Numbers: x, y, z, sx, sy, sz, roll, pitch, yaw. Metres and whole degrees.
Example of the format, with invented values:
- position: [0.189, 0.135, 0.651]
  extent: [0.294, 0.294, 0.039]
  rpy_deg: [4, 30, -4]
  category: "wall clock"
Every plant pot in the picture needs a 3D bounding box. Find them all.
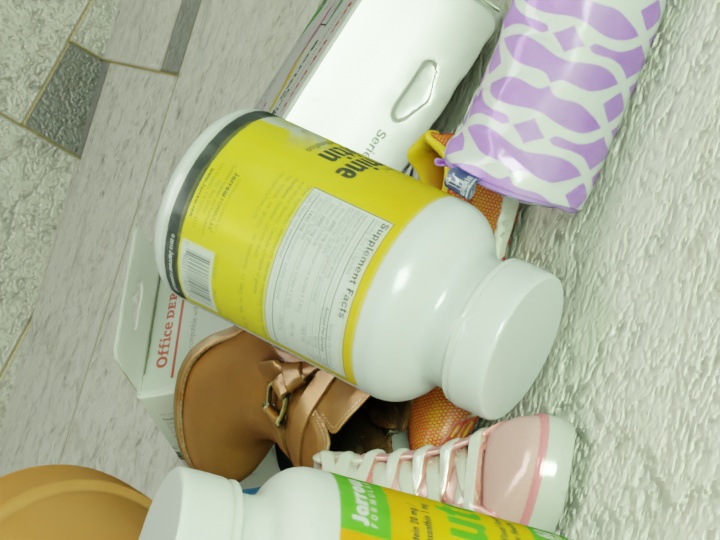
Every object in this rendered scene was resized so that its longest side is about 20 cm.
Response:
- position: [-0.166, 0.230, 1.339]
  extent: [0.140, 0.200, 0.200]
  rpy_deg: [12, 85, 58]
  category: "plant pot"

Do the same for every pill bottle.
- position: [0.000, 0.153, 0.991]
  extent: [0.111, 0.200, 0.111]
  rpy_deg: [-163, 90, -75]
  category: "pill bottle"
- position: [0.000, 0.000, 1.133]
  extent: [0.112, 0.200, 0.112]
  rpy_deg: [-45, -30, -36]
  category: "pill bottle"

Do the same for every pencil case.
- position: [0.108, -0.126, 1.123]
  extent: [0.085, 0.084, 0.200]
  rpy_deg: [32, 103, 43]
  category: "pencil case"

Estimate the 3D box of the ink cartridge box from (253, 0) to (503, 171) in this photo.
- position: [0.003, -0.128, 1.420]
  extent: [0.145, 0.084, 0.200]
  rpy_deg: [-57, 10, -1]
  category: "ink cartridge box"

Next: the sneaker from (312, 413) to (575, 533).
- position: [0.028, 0.122, 1.116]
  extent: [0.200, 0.105, 0.075]
  rpy_deg: [132, 153, -55]
  category: "sneaker"

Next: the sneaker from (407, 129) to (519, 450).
- position: [0.041, 0.017, 1.232]
  extent: [0.073, 0.077, 0.200]
  rpy_deg: [137, 143, -60]
  category: "sneaker"

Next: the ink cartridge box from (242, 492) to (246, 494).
- position: [-0.104, 0.229, 1.162]
  extent: [0.200, 0.050, 0.161]
  rpy_deg: [-50, 21, 49]
  category: "ink cartridge box"

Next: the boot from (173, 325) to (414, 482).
- position: [-0.035, 0.086, 1.255]
  extent: [0.200, 0.077, 0.155]
  rpy_deg: [-61, 39, 27]
  category: "boot"

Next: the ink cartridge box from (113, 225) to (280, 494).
- position: [-0.092, 0.067, 1.464]
  extent: [0.200, 0.067, 0.116]
  rpy_deg: [63, -155, -48]
  category: "ink cartridge box"

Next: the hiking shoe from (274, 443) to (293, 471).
- position: [-0.021, 0.084, 1.422]
  extent: [0.200, 0.074, 0.087]
  rpy_deg: [-82, 3, -53]
  category: "hiking shoe"

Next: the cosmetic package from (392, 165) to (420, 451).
- position: [0.026, 0.038, 1.313]
  extent: [0.083, 0.051, 0.200]
  rpy_deg: [133, 150, -61]
  category: "cosmetic package"
